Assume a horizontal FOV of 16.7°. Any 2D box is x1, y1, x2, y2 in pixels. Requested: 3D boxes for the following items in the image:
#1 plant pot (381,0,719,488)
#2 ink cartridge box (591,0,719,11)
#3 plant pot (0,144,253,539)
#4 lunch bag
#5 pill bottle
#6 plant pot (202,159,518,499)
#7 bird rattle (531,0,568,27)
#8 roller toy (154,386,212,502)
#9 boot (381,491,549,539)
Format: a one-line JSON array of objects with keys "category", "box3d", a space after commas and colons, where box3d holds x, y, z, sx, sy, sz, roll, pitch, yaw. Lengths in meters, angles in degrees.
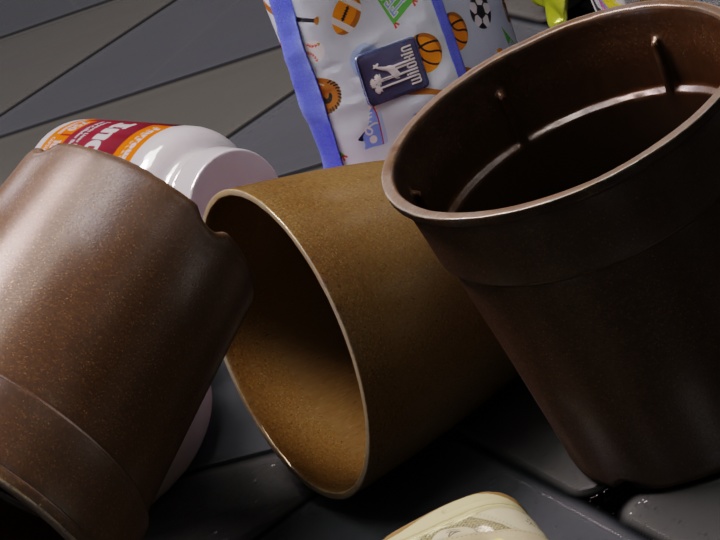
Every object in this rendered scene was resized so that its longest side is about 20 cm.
[{"category": "plant pot", "box3d": [0.141, -0.005, 1.287, 0.200, 0.198, 0.200, -21, 26, 11]}, {"category": "ink cartridge box", "box3d": [0.194, -0.187, 1.572, 0.083, 0.200, 0.146, -26, 25, 1]}, {"category": "plant pot", "box3d": [-0.168, 0.054, 1.326, 0.200, 0.200, 0.198, 2, 52, 46]}, {"category": "lunch bag", "box3d": [0.023, -0.145, 1.654, 0.124, 0.170, 0.200, -10, 14, 37]}, {"category": "pill bottle", "box3d": [-0.147, -0.050, 1.747, 0.113, 0.113, 0.200, -43, 29, -29]}, {"category": "plant pot", "box3d": [0.038, 0.008, 1.415, 0.200, 0.187, 0.186, -23, 22, -23]}, {"category": "bird rattle", "box3d": [0.168, -0.260, 1.900, 0.163, 0.113, 0.200, -15, 13, 0]}, {"category": "roller toy", "box3d": [-0.192, 0.075, 1.526, 0.182, 0.140, 0.200, -24, 36, 2]}, {"category": "boot", "box3d": [0.023, 0.192, 1.178, 0.200, 0.073, 0.155, -27, 22, -11]}]
